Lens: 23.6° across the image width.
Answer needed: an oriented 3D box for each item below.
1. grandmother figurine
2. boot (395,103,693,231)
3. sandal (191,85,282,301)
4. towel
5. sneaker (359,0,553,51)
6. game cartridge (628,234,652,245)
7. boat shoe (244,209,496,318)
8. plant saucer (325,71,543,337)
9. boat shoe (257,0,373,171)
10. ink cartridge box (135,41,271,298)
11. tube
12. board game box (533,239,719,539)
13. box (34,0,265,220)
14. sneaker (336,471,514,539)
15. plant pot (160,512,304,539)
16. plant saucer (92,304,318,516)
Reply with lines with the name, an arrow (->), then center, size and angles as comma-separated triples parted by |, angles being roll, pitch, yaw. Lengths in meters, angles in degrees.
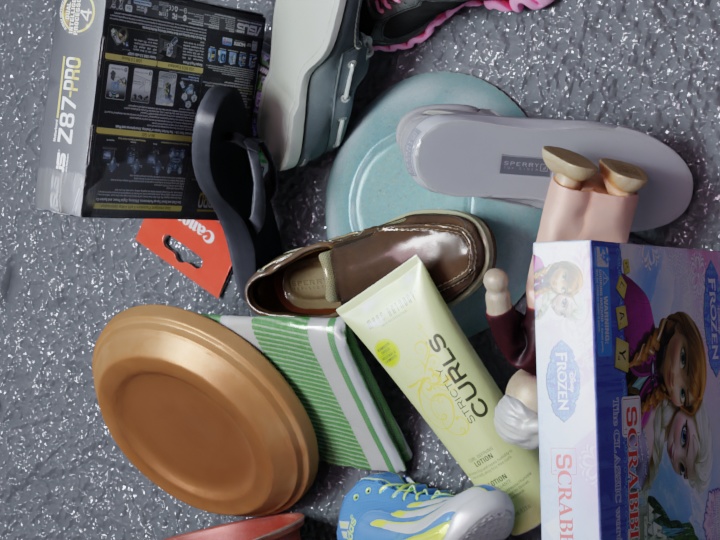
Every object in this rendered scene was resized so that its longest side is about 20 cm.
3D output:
grandmother figurine -> 0.134, 0.026, 1.132 | 0.120, 0.061, 0.202 | 14, 107, -4
boot -> 0.122, -0.080, 1.177 | 0.198, 0.096, 0.074 | 10, 106, -11
sandal -> -0.080, -0.059, 1.287 | 0.042, 0.201, 0.076 | 4, 49, 19
towel -> -0.069, 0.088, 1.298 | 0.199, 0.023, 0.153 | 2, 132, 35
sneaker -> 0.046, -0.212, 1.239 | 0.199, 0.095, 0.080 | -14, 82, 35
game cartridge -> 0.209, 0.065, 1.154 | 0.199, 0.041, 0.134 | 29, 108, 32
boat shoe -> 0.001, 0.006, 1.226 | 0.201, 0.075, 0.075 | -16, 87, 38
plant saucer -> 0.045, -0.048, 1.267 | 0.200, 0.039, 0.203 | -2, 87, 34
boat shoe -> -0.026, -0.161, 1.266 | 0.073, 0.061, 0.201 | 53, 141, 36
ink cartridge box -> -0.123, -0.091, 1.376 | 0.109, 0.050, 0.201 | 33, 106, 30
tube -> 0.067, 0.090, 1.194 | 0.058, 0.052, 0.201 | -36, 94, -14
board game box -> 0.169, 0.085, 1.040 | 0.041, 0.199, 0.202 | -3, 88, 33
box -> -0.147, -0.118, 1.245 | 0.049, 0.199, 0.163 | 9, 96, 29
sneaker -> 0.032, 0.178, 1.223 | 0.200, 0.075, 0.106 | -50, 56, 45
plant pot -> -0.115, 0.302, 1.284 | 0.199, 0.200, 0.197 | -15, 88, 33
plant saucer -> -0.126, 0.116, 1.312 | 0.199, 0.037, 0.201 | 20, 135, 21
